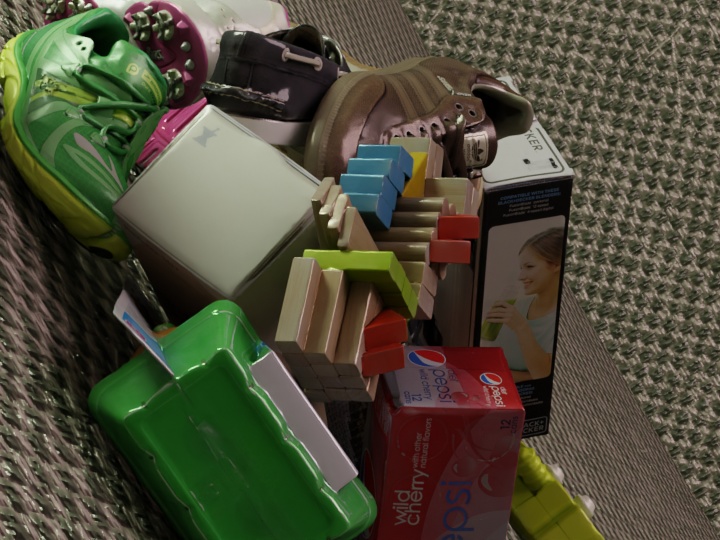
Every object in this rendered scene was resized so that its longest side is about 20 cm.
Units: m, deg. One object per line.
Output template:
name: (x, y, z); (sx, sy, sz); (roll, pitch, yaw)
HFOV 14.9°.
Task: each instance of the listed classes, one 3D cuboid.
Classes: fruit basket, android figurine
fruit basket: (-0.058, 0.081, 1.357); (0.186, 0.094, 0.200); (55, 5, -5)
android figurine: (0.128, 0.167, 1.569); (0.200, 0.041, 0.182); (56, -4, -24)

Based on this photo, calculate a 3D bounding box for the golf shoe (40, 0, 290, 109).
golf shoe: (-0.116, -0.137, 1.610); (0.200, 0.091, 0.076); (21, -58, 53)

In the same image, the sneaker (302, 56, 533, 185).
sneaker: (0.033, -0.075, 1.493); (0.200, 0.075, 0.071); (-42, 138, -60)

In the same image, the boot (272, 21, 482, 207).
boot: (0.008, -0.052, 1.672); (0.200, 0.073, 0.156); (33, -21, 32)

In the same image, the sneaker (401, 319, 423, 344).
sneaker: (0.000, 0.000, 1.541); (0.081, 0.074, 0.200); (16, -10, -2)

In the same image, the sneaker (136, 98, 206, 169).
sneaker: (-0.092, -0.081, 1.754); (0.088, 0.081, 0.200); (53, 10, -14)

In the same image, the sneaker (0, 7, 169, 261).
sneaker: (-0.145, -0.083, 1.474); (0.074, 0.083, 0.200); (50, 12, -38)

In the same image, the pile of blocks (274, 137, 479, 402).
pile of blocks: (0.019, -0.015, 1.350); (0.200, 0.062, 0.082); (-64, 149, -50)

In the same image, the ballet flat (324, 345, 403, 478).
ballet flat: (0.020, 0.129, 1.449); (0.072, 0.072, 0.201); (-100, -175, -67)

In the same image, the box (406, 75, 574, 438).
box: (0.077, -0.005, 1.705); (0.117, 0.060, 0.201); (-118, -156, -49)

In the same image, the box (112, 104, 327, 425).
box: (-0.052, 0.011, 1.445); (0.095, 0.078, 0.200); (36, -16, 27)

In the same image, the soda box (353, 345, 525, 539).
soda box: (0.034, 0.138, 1.382); (0.063, 0.070, 0.201); (-105, -161, -60)

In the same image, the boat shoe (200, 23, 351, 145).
boat shoe: (-0.035, -0.105, 1.510); (0.200, 0.074, 0.061); (-14, 114, -69)
